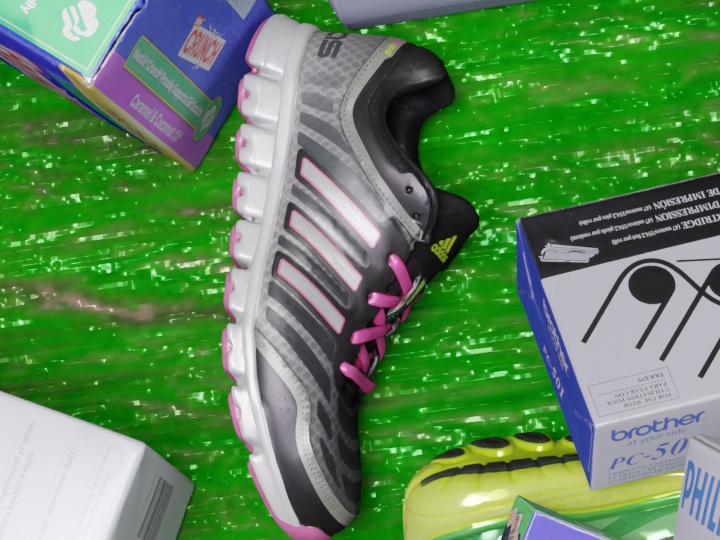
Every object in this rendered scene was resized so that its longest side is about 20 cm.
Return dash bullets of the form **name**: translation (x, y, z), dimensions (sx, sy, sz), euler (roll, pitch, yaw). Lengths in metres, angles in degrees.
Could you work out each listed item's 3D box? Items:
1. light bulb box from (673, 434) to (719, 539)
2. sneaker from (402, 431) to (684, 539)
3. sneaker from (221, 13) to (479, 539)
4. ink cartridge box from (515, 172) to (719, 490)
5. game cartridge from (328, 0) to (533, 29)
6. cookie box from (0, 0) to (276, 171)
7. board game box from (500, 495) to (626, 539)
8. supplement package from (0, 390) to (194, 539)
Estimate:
- **light bulb box**: translation (0.188, 0.168, 0.784), dimensions (0.197, 0.125, 0.202), euler (10, 93, -8)
- **sneaker**: translation (0.115, 0.101, 0.936), dimensions (0.198, 0.074, 0.084), euler (-1, 106, 3)
- **sneaker**: translation (0.000, 0.000, 0.956), dimensions (0.087, 0.074, 0.202), euler (-2, 75, 13)
- **ink cartridge box**: translation (0.163, 0.007, 0.917), dimensions (0.198, 0.044, 0.094), euler (-13, 54, -7)
- **game cartridge**: translation (0.026, -0.200, 1.011), dimensions (0.132, 0.041, 0.202), euler (-10, 79, 9)
- **cookie box**: translation (-0.141, -0.127, 0.948), dimensions (0.199, 0.171, 0.076), euler (30, 87, 11)
- **board game box**: translation (0.120, 0.177, 0.890), dimensions (0.199, 0.029, 0.135), euler (22, 92, -11)
- **supplement package**: translation (-0.178, 0.089, 0.941), dimensions (0.199, 0.114, 0.110), euler (19, 80, 9)
